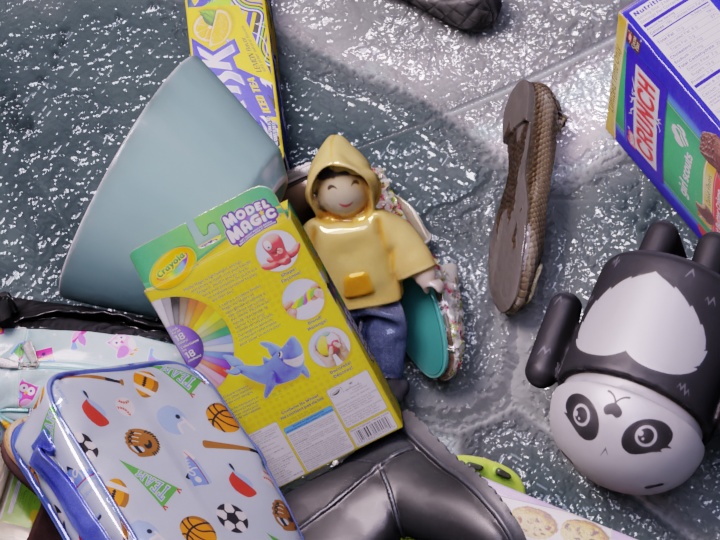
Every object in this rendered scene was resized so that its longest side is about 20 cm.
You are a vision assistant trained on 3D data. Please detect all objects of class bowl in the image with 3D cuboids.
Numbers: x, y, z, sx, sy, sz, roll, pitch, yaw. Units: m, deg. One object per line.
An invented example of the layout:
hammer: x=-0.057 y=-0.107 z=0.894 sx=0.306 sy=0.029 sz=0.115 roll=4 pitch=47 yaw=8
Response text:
bowl: x=-0.124 y=-0.042 z=1.669 sx=0.105 sy=0.201 sz=0.202 roll=30 pitch=71 yaw=3

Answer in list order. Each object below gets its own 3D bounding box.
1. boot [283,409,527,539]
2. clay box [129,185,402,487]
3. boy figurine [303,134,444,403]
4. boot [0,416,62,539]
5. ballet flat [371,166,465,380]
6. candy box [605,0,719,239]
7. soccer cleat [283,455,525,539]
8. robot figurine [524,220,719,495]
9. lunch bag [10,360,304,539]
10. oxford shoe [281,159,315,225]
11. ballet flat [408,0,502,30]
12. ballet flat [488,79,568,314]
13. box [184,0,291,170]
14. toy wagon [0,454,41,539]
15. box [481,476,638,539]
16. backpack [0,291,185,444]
boot: x=-0.004 y=0.201 z=1.569 sx=0.199 sy=0.066 sz=0.165 roll=-32 pitch=41 yaw=-16
clay box: x=-0.065 y=0.043 z=1.593 sx=0.114 sy=0.048 sz=0.201 roll=-26 pitch=106 yaw=6
boy figurine: x=0.000 y=0.000 z=1.713 sx=0.123 sy=0.064 sz=0.202 roll=-1 pitch=106 yaw=8
boot: x=-0.213 y=0.193 z=1.615 sx=0.166 sy=0.200 sz=0.073 roll=-36 pitch=38 yaw=26
ballet flat: x=0.038 y=-0.008 z=1.780 sx=0.064 sy=0.076 sz=0.201 roll=-14 pitch=64 yaw=-38
candy box: x=0.273 y=-0.099 z=1.735 sx=0.077 sy=0.169 sz=0.201 roll=-30 pitch=64 yaw=-12
soccer cleat: x=0.022 y=0.172 z=1.694 sx=0.198 sy=0.084 sz=0.065 roll=-9 pitch=93 yaw=-16
robot figurine: x=0.214 y=0.065 z=1.688 sx=0.124 sy=0.150 sz=0.201 roll=34 pitch=67 yaw=-22
lunch bag: x=-0.135 y=0.148 z=1.506 sx=0.160 sy=0.076 sz=0.200 roll=-8 pitch=53 yaw=-48
oxford shoe: x=-0.069 y=-0.010 z=1.771 sx=0.200 sy=0.073 sz=0.085 roll=-42 pitch=70 yaw=18
ballet flat: x=0.030 y=-0.258 z=1.901 sx=0.199 sy=0.057 sz=0.067 roll=26 pitch=69 yaw=17
ballet flat: x=0.134 y=-0.057 z=1.798 sx=0.046 sy=0.067 sz=0.201 roll=18 pitch=60 yaw=-21
box: x=-0.100 y=-0.157 z=1.865 sx=0.069 sy=0.064 sz=0.202 roll=-9 pitch=65 yaw=2
toy wagon: x=-0.213 y=0.159 z=1.742 sx=0.198 sy=0.040 sz=0.156 roll=11 pitch=67 yaw=11
box: x=0.157 y=0.198 z=1.623 sx=0.199 sy=0.039 sz=0.042 roll=22 pitch=72 yaw=14
backpack: x=-0.188 y=0.091 z=1.677 sx=0.198 sy=0.167 sz=0.128 roll=7 pitch=84 yaw=5
